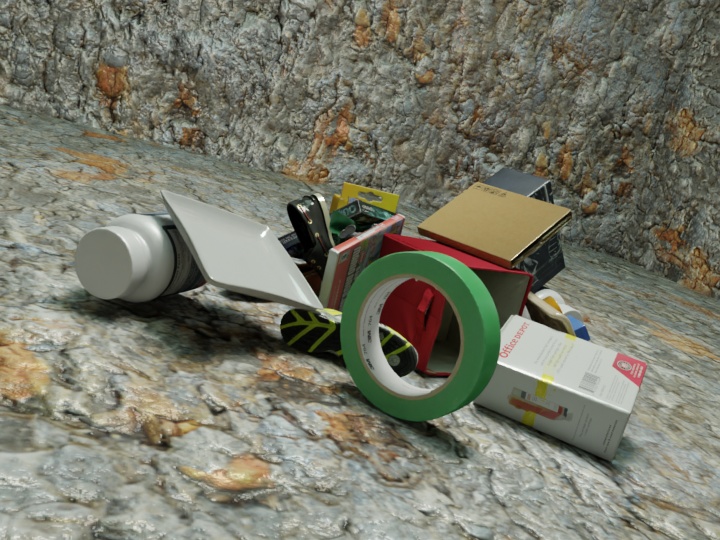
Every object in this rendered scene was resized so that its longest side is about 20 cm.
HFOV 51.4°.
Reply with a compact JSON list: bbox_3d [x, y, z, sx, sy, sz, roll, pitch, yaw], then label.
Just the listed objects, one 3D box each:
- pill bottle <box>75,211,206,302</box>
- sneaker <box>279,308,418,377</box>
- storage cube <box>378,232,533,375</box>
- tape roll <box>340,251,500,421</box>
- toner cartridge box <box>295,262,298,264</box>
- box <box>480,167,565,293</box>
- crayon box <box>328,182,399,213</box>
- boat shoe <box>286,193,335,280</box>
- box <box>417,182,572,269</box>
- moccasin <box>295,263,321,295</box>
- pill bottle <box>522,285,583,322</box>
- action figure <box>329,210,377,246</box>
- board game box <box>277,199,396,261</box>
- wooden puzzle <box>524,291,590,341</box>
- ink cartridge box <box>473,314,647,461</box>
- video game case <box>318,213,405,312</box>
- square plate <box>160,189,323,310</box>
[{"bbox_3d":[-0.294,-0.020,1.038,0.119,0.120,0.200,19,12,17],"label":"pill bottle"},{"bbox_3d":[-0.010,0.091,1.053,0.199,0.076,0.076,20,14,12],"label":"sneaker"},{"bbox_3d":[0.132,0.054,1.183,0.199,0.172,0.179,6,14,-38],"label":"storage cube"},{"bbox_3d":[0.068,0.078,0.902,0.200,0.202,0.048,23,13,31],"label":"tape roll"},{"bbox_3d":[-0.203,-0.022,1.398,0.095,0.043,0.200,4,16,-44],"label":"toner cartridge box"},{"bbox_3d":[0.255,-0.048,1.368,0.200,0.197,0.124,-36,34,-22],"label":"box"},{"bbox_3d":[-0.008,-0.071,1.502,0.126,0.201,0.051,12,12,-21],"label":"crayon box"},{"bbox_3d":[-0.070,-0.028,1.265,0.063,0.203,0.074,-20,1,-28],"label":"boat shoe"},{"bbox_3d":[0.217,-0.079,1.227,0.163,0.021,0.199,-36,40,-28],"label":"box"},{"bbox_3d":[-0.141,0.007,1.259,0.201,0.078,0.073,5,16,-43],"label":"moccasin"},{"bbox_3d":[0.323,0.082,1.434,0.119,0.120,0.200,8,15,-36],"label":"pill bottle"},{"bbox_3d":[0.012,-0.041,1.298,0.054,0.119,0.200,-11,-5,19],"label":"action figure"},{"bbox_3d":[-0.046,-0.068,1.368,0.199,0.028,0.135,-24,-18,29],"label":"board game box"},{"bbox_3d":[0.326,0.115,1.187,0.046,0.201,0.185,-30,17,-1],"label":"wooden puzzle"},{"bbox_3d":[0.275,0.155,1.033,0.199,0.084,0.145,21,30,22],"label":"ink cartridge box"},{"bbox_3d":[0.000,0.000,1.194,0.017,0.144,0.200,28,33,23],"label":"video game case"},{"bbox_3d":[-0.166,-0.021,1.022,0.198,0.028,0.200,19,25,-46],"label":"square plate"}]
